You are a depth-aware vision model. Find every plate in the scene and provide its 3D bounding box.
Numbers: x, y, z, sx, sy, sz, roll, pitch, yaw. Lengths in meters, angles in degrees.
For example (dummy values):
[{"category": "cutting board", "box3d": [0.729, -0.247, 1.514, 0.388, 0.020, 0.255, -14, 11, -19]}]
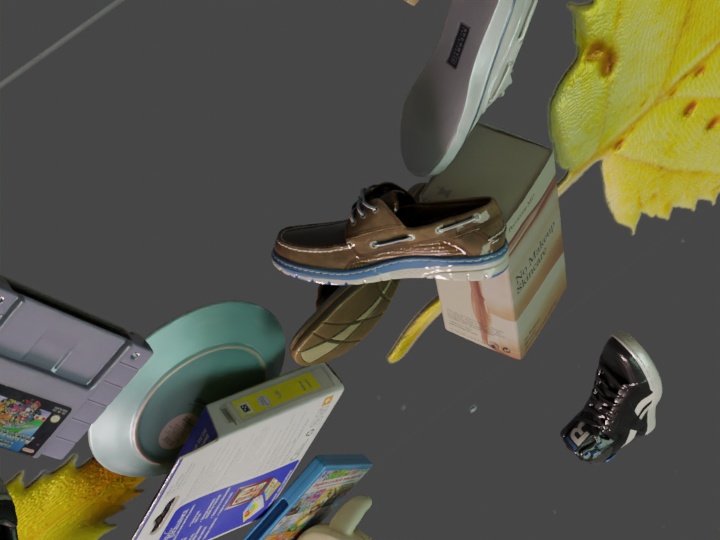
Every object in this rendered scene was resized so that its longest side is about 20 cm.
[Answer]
[{"category": "plate", "box3d": [-0.145, 0.112, 1.492, 0.200, 0.026, 0.201, -27, 143, -23]}]

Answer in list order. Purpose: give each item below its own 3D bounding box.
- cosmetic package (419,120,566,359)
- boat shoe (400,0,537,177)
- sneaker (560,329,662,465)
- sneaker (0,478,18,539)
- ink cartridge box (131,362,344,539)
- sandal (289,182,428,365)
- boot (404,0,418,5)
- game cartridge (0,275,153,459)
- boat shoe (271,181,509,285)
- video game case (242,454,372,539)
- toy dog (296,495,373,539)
[{"category": "cosmetic package", "box3d": [0.123, -0.025, 1.534, 0.104, 0.087, 0.200, -55, 151, -25]}, {"category": "boat shoe", "box3d": [0.096, -0.163, 1.398, 0.065, 0.074, 0.200, -1, 129, -38]}, {"category": "sneaker", "box3d": [0.275, 0.157, 1.912, 0.112, 0.073, 0.200, -36, 146, -13]}, {"category": "sneaker", "box3d": [-0.326, 0.240, 1.392, 0.074, 0.087, 0.200, -7, 132, -40]}, {"category": "ink cartridge box", "box3d": [-0.130, 0.180, 1.519, 0.200, 0.047, 0.198, -16, 148, -43]}, {"category": "sandal", "box3d": [0.000, 0.000, 1.500, 0.200, 0.054, 0.080, -54, 152, -10]}, {"category": "boot", "box3d": [0.018, -0.272, 1.210, 0.107, 0.075, 0.200, -46, 144, -4]}, {"category": "game cartridge", "box3d": [-0.265, 0.080, 1.333, 0.130, 0.038, 0.200, -52, 145, 6]}, {"category": "boat shoe", "box3d": [0.023, -0.035, 1.416, 0.199, 0.072, 0.073, -2, 116, 6]}, {"category": "video game case", "box3d": [-0.079, 0.260, 1.685, 0.200, 0.018, 0.143, -49, 162, 8]}, {"category": "toy dog", "box3d": [-0.018, 0.333, 1.759, 0.200, 0.139, 0.195, 36, 60, -64]}]
